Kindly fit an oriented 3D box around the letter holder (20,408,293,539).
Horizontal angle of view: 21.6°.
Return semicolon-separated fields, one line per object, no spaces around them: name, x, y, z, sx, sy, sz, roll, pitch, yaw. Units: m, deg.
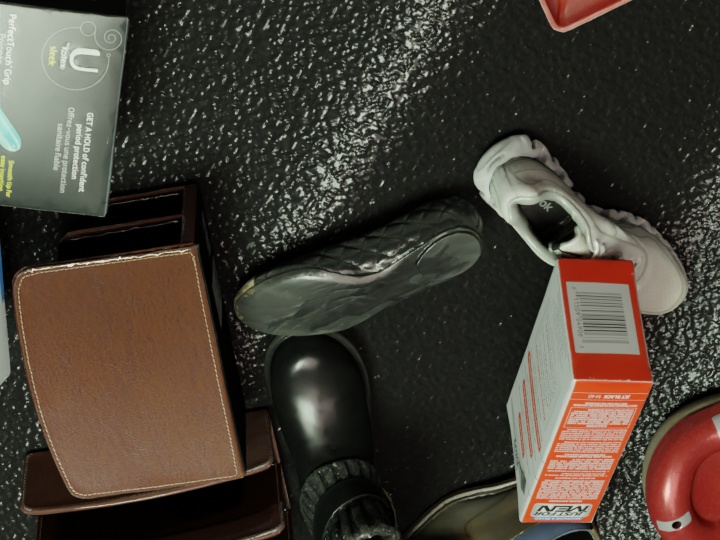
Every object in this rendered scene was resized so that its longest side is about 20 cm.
letter holder;-0.156;0.203;1.465;0.199;0.142;0.101;-11;119;0

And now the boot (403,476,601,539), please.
boot;0.107;0.226;1.531;0.200;0.097;0.075;-34;116;11

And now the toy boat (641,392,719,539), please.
toy boat;0.328;0.169;1.506;0.200;0.131;0.131;-19;118;4

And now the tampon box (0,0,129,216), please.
tampon box;-0.262;-0.138;1.280;0.199;0.126;0.150;6;118;-10

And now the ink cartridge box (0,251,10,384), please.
ink cartridge box;-0.357;0.010;1.328;0.200;0.086;0.147;14;121;21

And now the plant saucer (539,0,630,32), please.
plant saucer;0.184;-0.293;1.296;0.200;0.037;0.200;-25;118;7

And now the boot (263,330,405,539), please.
boot;-0.017;0.155;1.445;0.079;0.158;0.212;-15;118;1

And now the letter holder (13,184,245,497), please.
letter holder;-0.172;0.056;1.402;0.142;0.101;0.200;-9;119;1

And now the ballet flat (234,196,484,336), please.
ballet flat;0.000;0.000;1.425;0.199;0.057;0.067;-18;122;6

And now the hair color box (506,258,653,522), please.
hair color box;0.162;0.094;1.419;0.064;0.111;0.200;3;143;-8

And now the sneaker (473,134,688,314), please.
sneaker;0.170;-0.019;1.418;0.200;0.081;0.075;33;108;-22
